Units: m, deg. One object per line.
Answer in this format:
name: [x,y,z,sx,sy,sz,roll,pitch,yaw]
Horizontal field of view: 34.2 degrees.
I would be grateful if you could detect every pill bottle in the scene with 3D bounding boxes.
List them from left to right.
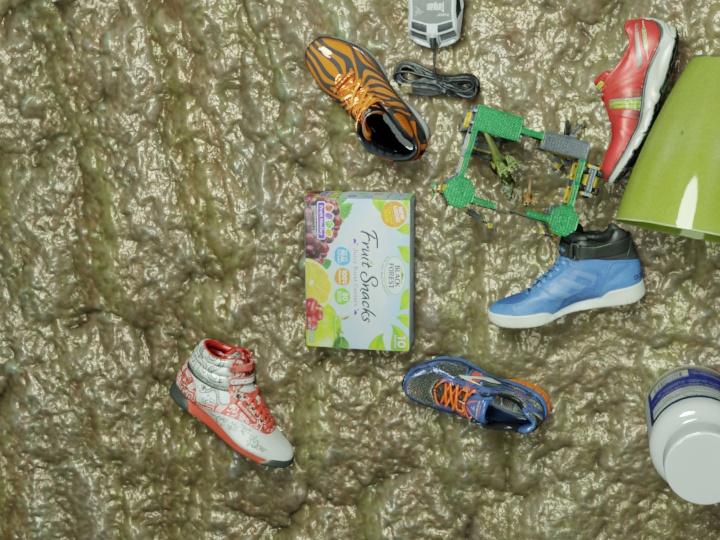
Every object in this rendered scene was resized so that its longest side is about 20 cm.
pill bottle: [0.409,0.201,1.420,0.119,0.200,0.121,3,105,11]

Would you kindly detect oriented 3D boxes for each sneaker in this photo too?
sneaker: [-0.158,0.178,1.602,0.201,0.067,0.108,34,110,4]
sneaker: [0.005,-0.213,1.446,0.200,0.112,0.078,41,108,-1]
sneaker: [0.150,0.165,1.529,0.198,0.078,0.076,10,105,9]
sneaker: [0.249,0.000,1.466,0.198,0.077,0.112,-12,107,10]
sneaker: [0.320,-0.205,1.413,0.084,0.077,0.202,20,100,18]

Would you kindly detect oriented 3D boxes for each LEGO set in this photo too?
LEGO set: [0.185,-0.122,1.430,0.198,0.116,0.155,7,94,-6]

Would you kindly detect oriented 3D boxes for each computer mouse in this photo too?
computer mouse: [0.095,-0.314,1.441,0.109,0.044,0.202,5,111,15]

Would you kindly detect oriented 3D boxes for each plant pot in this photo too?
plant pot: [0.408,-0.140,1.362,0.186,0.187,0.202,11,92,9]

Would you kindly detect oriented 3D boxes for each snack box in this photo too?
snack box: [0.000,0.000,1.532,0.141,0.053,0.202,2,104,10]
